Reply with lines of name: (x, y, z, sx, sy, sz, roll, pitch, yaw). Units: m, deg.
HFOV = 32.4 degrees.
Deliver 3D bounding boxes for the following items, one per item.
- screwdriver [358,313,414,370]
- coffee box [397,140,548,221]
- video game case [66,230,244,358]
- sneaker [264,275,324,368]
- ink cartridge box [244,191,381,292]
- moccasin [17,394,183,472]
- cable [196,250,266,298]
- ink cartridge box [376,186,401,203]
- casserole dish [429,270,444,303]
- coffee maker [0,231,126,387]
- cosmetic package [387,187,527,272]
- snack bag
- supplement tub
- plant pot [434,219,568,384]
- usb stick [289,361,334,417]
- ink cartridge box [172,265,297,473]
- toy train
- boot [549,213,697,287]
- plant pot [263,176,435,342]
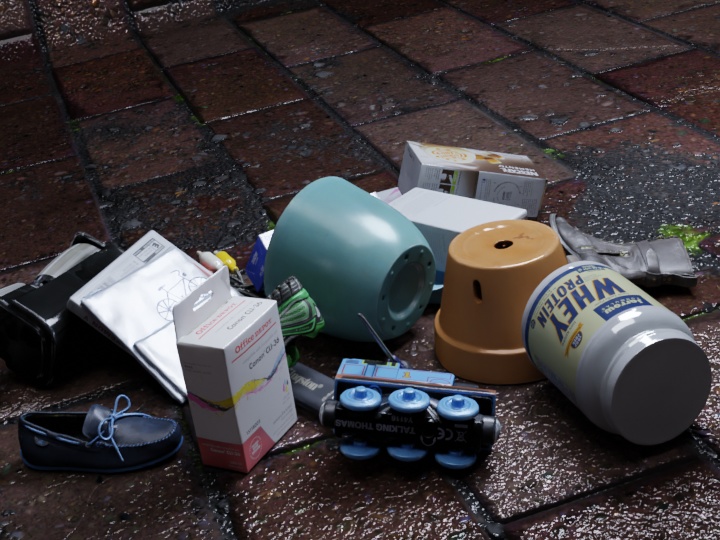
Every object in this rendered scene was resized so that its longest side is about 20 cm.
screwdriver: (0.029, 0.093, 1.407, 0.029, 0.200, 0.028, 24, 73, 36)
coffee box: (0.166, -0.131, 1.866, 0.197, 0.081, 0.115, 6, 23, -12)
video game case: (-0.264, 0.047, 1.661, 0.181, 0.023, 0.200, 35, 38, 5)
sneaker: (-0.128, 0.101, 1.498, 0.200, 0.085, 0.078, -41, 2, 19)
ink cartridge box: (-0.061, -0.041, 1.752, 0.198, 0.094, 0.045, -22, 69, -29)
moccasin: (-0.308, 0.191, 1.439, 0.197, 0.069, 0.081, -7, 25, 5)
cable: (-0.183, 0.016, 1.781, 0.199, 0.051, 0.097, 16, 33, 43)
ink cartridge box: (0.032, -0.090, 1.942, 0.194, 0.044, 0.200, -15, 27, -11)
casserole dish: (0.115, -0.004, 1.738, 0.119, 0.039, 0.200, 0, 26, 19)
coffee maker: (-0.383, 0.054, 1.676, 0.190, 0.136, 0.200, 7, 30, 29)
cosmetic package: (0.124, -0.051, 1.705, 0.198, 0.075, 0.101, 17, 36, 40)
snack bag: (-0.235, 0.061, 1.620, 0.200, 0.022, 0.188, 42, 45, 13)
supplement tub: (0.278, 0.089, 1.360, 0.143, 0.147, 0.200, -16, 26, -14)
plant pot: (0.181, 0.029, 1.528, 0.197, 0.142, 0.201, -8, 25, 4)
usb stick: (-0.072, 0.140, 1.508, 0.055, 0.033, 0.199, -31, 33, -30)
ink cartridge box: (-0.140, 0.109, 1.398, 0.067, 0.203, 0.116, 5, 29, 28)
toy train: (0.056, 0.154, 1.359, 0.197, 0.088, 0.114, 4, 22, 8)
boot: (0.349, -0.021, 1.673, 0.171, 0.070, 0.201, -8, 33, -4)
plant pot: (0.000, 0.000, 1.599, 0.160, 0.203, 0.200, 23, 39, 33)
